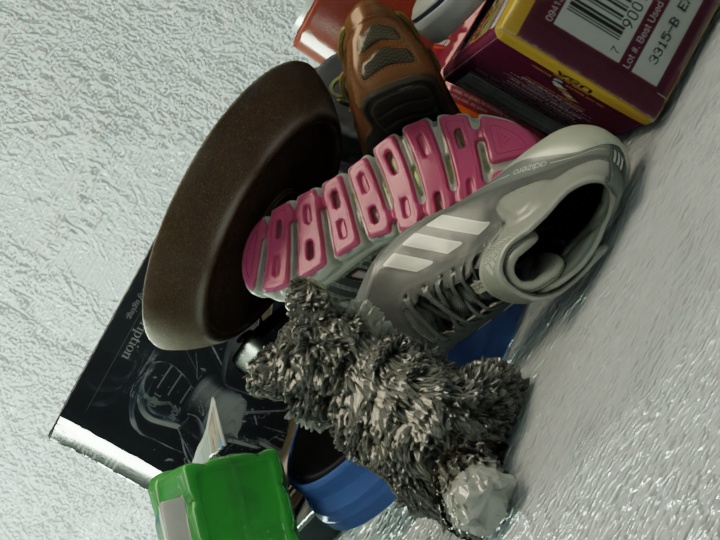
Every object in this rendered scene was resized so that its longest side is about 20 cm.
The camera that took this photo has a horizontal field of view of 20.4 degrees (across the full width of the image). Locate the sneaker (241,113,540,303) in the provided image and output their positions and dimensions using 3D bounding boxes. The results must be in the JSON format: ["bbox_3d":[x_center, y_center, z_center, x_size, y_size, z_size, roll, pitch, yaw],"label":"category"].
[{"bbox_3d":[0.029,-0.027,1.190,0.199,0.087,0.074,-26,60,22],"label":"sneaker"}]

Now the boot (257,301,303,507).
[{"bbox_3d":[-0.044,0.071,1.386,0.201,0.096,0.075,-63,5,-28],"label":"boot"}]

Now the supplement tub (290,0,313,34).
[{"bbox_3d":[0.053,-0.216,1.766,0.146,0.199,0.145,-60,5,9],"label":"supplement tub"}]

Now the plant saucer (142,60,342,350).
[{"bbox_3d":[-0.065,-0.033,1.249,0.201,0.034,0.201,-53,-20,-29],"label":"plant saucer"}]

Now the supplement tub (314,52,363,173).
[{"bbox_3d":[-0.017,-0.082,1.462,0.200,0.106,0.107,114,-178,-62],"label":"supplement tub"}]

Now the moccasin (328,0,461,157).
[{"bbox_3d":[0.021,-0.102,1.226,0.073,0.078,0.201,-22,-21,7],"label":"moccasin"}]

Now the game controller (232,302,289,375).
[{"bbox_3d":[0.000,0.000,1.316,0.200,0.042,0.104,-37,-13,-21],"label":"game controller"}]

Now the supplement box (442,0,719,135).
[{"bbox_3d":[0.134,-0.154,1.155,0.132,0.103,0.200,-61,5,-4],"label":"supplement box"}]

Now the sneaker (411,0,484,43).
[{"bbox_3d":[0.073,-0.222,1.146,0.201,0.070,0.073,-56,5,32],"label":"sneaker"}]

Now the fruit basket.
[{"bbox_3d":[-0.090,0.198,1.257,0.200,0.093,0.187,126,133,-60],"label":"fruit basket"}]

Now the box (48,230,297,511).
[{"bbox_3d":[-0.100,0.072,1.465,0.201,0.181,0.104,-63,6,-19],"label":"box"}]

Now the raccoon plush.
[{"bbox_3d":[0.013,0.060,1.014,0.097,0.133,0.200,-61,5,-7],"label":"raccoon plush"}]

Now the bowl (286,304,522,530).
[{"bbox_3d":[0.024,0.064,1.229,0.201,0.039,0.201,-50,14,18],"label":"bowl"}]

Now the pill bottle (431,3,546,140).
[{"bbox_3d":[0.114,-0.160,1.356,0.201,0.109,0.110,-62,5,-6],"label":"pill bottle"}]

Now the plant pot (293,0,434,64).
[{"bbox_3d":[0.065,-0.189,1.524,0.202,0.194,0.201,-61,5,10],"label":"plant pot"}]

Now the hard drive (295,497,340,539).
[{"bbox_3d":[0.004,0.117,1.401,0.140,0.033,0.200,-64,6,-30],"label":"hard drive"}]

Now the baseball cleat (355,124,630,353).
[{"bbox_3d":[0.061,-0.001,1.072,0.200,0.070,0.107,-45,13,26],"label":"baseball cleat"}]
